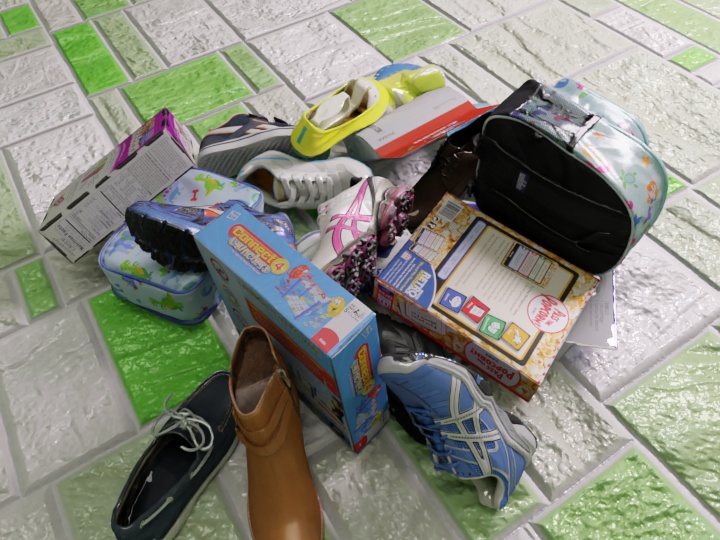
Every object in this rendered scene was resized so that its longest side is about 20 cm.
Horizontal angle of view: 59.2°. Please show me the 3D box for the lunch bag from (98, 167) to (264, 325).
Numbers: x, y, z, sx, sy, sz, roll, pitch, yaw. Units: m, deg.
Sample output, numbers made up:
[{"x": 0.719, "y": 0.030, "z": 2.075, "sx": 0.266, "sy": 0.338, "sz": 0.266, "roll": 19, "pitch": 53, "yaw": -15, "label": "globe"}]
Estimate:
[{"x": -0.220, "y": -0.038, "z": 0.806, "sx": 0.158, "sy": 0.083, "sz": 0.202, "roll": 16, "pitch": 52, "yaw": 16, "label": "lunch bag"}]

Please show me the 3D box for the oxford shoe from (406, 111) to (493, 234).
[{"x": 0.113, "y": -0.133, "z": 0.836, "sx": 0.200, "sy": 0.084, "sz": 0.073, "roll": -46, "pitch": 54, "yaw": 4, "label": "oxford shoe"}]

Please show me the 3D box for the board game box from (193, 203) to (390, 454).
[{"x": -0.063, "y": 0.062, "z": 0.635, "sx": 0.056, "sy": 0.197, "sz": 0.199, "roll": -39, "pitch": 58, "yaw": -22, "label": "board game box"}]

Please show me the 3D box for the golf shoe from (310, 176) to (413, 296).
[{"x": -0.018, "y": -0.036, "z": 0.707, "sx": 0.091, "sy": 0.074, "sz": 0.201, "roll": 21, "pitch": 45, "yaw": 19, "label": "golf shoe"}]

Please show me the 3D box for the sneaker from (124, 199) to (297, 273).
[{"x": -0.165, "y": -0.043, "z": 0.719, "sx": 0.196, "sy": 0.076, "sz": 0.079, "roll": 13, "pitch": 46, "yaw": -9, "label": "sneaker"}]

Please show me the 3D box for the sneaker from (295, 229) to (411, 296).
[{"x": 0.001, "y": 0.000, "z": 0.762, "sx": 0.197, "sy": 0.081, "sz": 0.115, "roll": -29, "pitch": 52, "yaw": -22, "label": "sneaker"}]

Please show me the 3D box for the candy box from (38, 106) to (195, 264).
[{"x": -0.308, "y": -0.114, "z": 0.817, "sx": 0.199, "sy": 0.061, "sz": 0.137, "roll": -37, "pitch": 29, "yaw": 2, "label": "candy box"}]

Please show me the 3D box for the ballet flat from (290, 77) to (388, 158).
[{"x": -0.018, "y": -0.224, "z": 0.867, "sx": 0.067, "sy": 0.067, "sz": 0.200, "roll": 40, "pitch": 56, "yaw": 10, "label": "ballet flat"}]

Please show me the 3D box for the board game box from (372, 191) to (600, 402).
[{"x": 0.135, "y": 0.021, "z": 0.688, "sx": 0.198, "sy": 0.047, "sz": 0.152, "roll": 33, "pitch": 61, "yaw": 18, "label": "board game box"}]

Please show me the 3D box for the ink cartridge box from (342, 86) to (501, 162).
[{"x": 0.076, "y": -0.206, "z": 0.874, "sx": 0.161, "sy": 0.058, "sz": 0.200, "roll": -30, "pitch": 11, "yaw": -13, "label": "ink cartridge box"}]

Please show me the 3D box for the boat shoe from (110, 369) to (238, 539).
[{"x": -0.179, "y": 0.177, "z": 0.634, "sx": 0.074, "sy": 0.062, "sz": 0.201, "roll": 18, "pitch": 52, "yaw": 20, "label": "boat shoe"}]

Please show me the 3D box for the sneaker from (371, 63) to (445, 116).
[{"x": 0.035, "y": -0.276, "z": 1.014, "sx": 0.197, "sy": 0.077, "sz": 0.105, "roll": -23, "pitch": 33, "yaw": -15, "label": "sneaker"}]

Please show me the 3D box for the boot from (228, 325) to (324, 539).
[{"x": -0.083, "y": 0.165, "z": 0.574, "sx": 0.072, "sy": 0.156, "sz": 0.202, "roll": -12, "pitch": 54, "yaw": -7, "label": "boot"}]

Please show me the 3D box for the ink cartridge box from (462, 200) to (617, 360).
[{"x": 0.202, "y": 0.009, "z": 0.765, "sx": 0.196, "sy": 0.044, "sz": 0.200, "roll": 9, "pitch": 51, "yaw": 12, "label": "ink cartridge box"}]

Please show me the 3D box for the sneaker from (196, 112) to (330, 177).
[{"x": -0.143, "y": -0.193, "z": 0.936, "sx": 0.196, "sy": 0.079, "sz": 0.081, "roll": -5, "pitch": 54, "yaw": 1, "label": "sneaker"}]

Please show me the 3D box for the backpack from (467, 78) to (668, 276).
[{"x": 0.239, "y": -0.101, "z": 0.715, "sx": 0.150, "sy": 0.179, "sz": 0.200, "roll": -37, "pitch": 61, "yaw": -20, "label": "backpack"}]

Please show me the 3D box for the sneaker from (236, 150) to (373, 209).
[{"x": -0.073, "y": -0.112, "z": 0.855, "sx": 0.196, "sy": 0.078, "sz": 0.081, "roll": 9, "pitch": 29, "yaw": 23, "label": "sneaker"}]

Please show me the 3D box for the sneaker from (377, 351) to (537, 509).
[{"x": 0.089, "y": 0.144, "z": 0.581, "sx": 0.199, "sy": 0.075, "sz": 0.078, "roll": 40, "pitch": 61, "yaw": -20, "label": "sneaker"}]

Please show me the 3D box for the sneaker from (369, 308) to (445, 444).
[{"x": 0.042, "y": 0.091, "z": 0.698, "sx": 0.087, "sy": 0.076, "sz": 0.200, "roll": -26, "pitch": 59, "yaw": -29, "label": "sneaker"}]

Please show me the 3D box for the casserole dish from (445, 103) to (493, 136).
[{"x": 0.192, "y": -0.170, "z": 0.922, "sx": 0.119, "sy": 0.039, "sz": 0.202, "roll": -10, "pitch": 49, "yaw": -4, "label": "casserole dish"}]
